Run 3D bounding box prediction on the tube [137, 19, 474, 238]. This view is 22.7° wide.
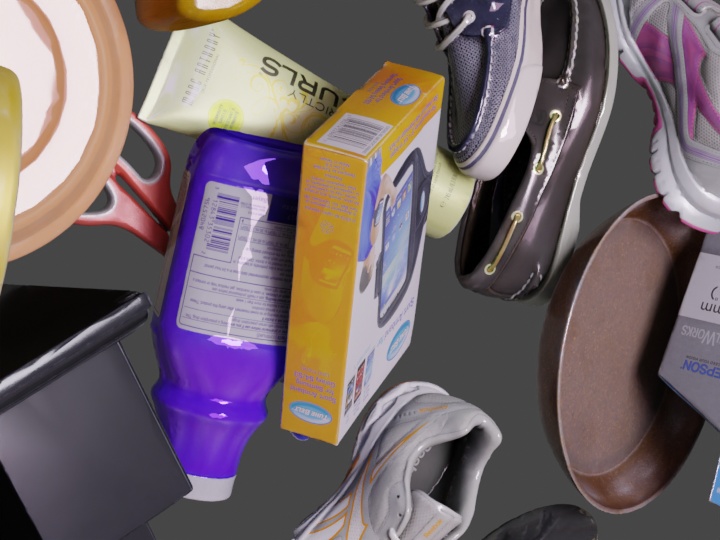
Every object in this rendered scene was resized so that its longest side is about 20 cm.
[{"bbox_3d":[-0.027,-0.079,1.030,0.200,0.052,0.058,26,38,-22],"label":"tube"}]

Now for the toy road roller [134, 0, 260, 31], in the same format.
[{"bbox_3d":[-0.060,-0.206,0.962,0.199,0.123,0.147,-7,97,-24],"label":"toy road roller"}]

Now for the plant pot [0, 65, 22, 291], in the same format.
[{"bbox_3d":[-0.257,-0.043,0.803,0.188,0.201,0.202,7,89,-20],"label":"plant pot"}]

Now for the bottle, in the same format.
[{"bbox_3d":[-0.072,0.025,0.988,0.083,0.065,0.201,10,99,-18],"label":"bottle"}]

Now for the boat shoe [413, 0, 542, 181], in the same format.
[{"bbox_3d":[0.055,-0.155,1.050,0.092,0.075,0.201,19,65,-23],"label":"boat shoe"}]

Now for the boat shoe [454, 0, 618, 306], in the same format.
[{"bbox_3d":[0.104,-0.081,1.086,0.060,0.072,0.202,11,90,-33],"label":"boat shoe"}]

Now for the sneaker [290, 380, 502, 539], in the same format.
[{"bbox_3d":[0.013,0.157,1.037,0.076,0.092,0.200,31,78,-26],"label":"sneaker"}]

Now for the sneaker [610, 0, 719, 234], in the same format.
[{"bbox_3d":[0.218,-0.128,1.109,0.081,0.088,0.201,7,62,-47],"label":"sneaker"}]

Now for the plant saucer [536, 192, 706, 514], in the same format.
[{"bbox_3d":[0.166,0.050,1.116,0.200,0.034,0.201,-17,112,-49],"label":"plant saucer"}]

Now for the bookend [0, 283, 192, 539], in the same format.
[{"bbox_3d":[-0.142,0.114,0.885,0.092,0.200,0.199,-33,107,-27],"label":"bookend"}]

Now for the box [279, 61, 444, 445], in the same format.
[{"bbox_3d":[0.000,0.000,0.985,0.119,0.041,0.201,-50,150,-54],"label":"box"}]

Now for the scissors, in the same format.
[{"bbox_3d":[-0.097,-0.018,1.012,0.200,0.014,0.073,39,74,-24],"label":"scissors"}]

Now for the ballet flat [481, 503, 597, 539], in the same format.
[{"bbox_3d":[0.074,0.219,1.106,0.066,0.057,0.200,38,67,20],"label":"ballet flat"}]

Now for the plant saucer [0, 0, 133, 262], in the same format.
[{"bbox_3d":[-0.213,-0.099,0.927,0.200,0.032,0.201,-1,93,-24],"label":"plant saucer"}]

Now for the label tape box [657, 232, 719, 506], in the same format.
[{"bbox_3d":[0.256,0.061,1.155,0.144,0.063,0.201,30,77,-50],"label":"label tape box"}]
